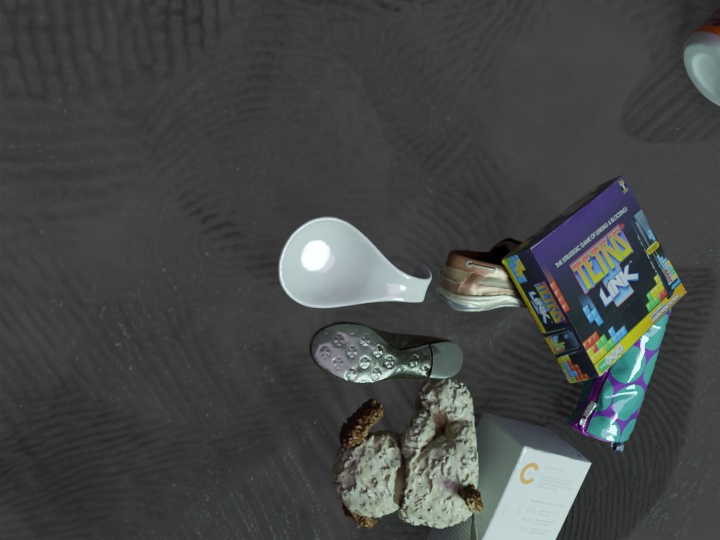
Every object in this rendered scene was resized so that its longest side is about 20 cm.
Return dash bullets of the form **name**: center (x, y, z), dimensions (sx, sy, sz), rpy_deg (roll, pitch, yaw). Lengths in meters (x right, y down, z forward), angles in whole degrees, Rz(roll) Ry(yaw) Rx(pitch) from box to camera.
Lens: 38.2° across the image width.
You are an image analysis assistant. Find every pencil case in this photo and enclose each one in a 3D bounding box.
- **pencil case**: center (0.337, 0.126, 1.355), dimensions (0.092, 0.085, 0.203), rpy_deg (0, 110, -45)

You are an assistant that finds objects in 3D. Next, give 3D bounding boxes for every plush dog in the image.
- **plush dog**: center (0.050, 0.240, 1.215), dimensions (0.169, 0.161, 0.203), rpy_deg (0, 110, -2)

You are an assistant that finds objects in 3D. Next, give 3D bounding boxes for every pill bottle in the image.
- **pill bottle**: center (0.495, -0.298, 1.258), dimensions (0.200, 0.113, 0.113), rpy_deg (-42, 124, -9)

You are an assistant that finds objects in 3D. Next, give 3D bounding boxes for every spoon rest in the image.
- **spoon rest**: center (0.000, 0.000, 1.125), dimensions (0.198, 0.060, 0.101), rpy_deg (12, 103, -34)

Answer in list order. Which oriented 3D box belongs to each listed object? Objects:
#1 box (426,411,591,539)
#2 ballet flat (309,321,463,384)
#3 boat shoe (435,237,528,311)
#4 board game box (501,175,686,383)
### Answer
- **box**: center (0.186, 0.302, 1.332), dimensions (0.123, 0.097, 0.203), rpy_deg (17, 101, -33)
- **ballet flat**: center (0.027, 0.095, 1.193), dimensions (0.197, 0.046, 0.069), rpy_deg (5, 92, -28)
- **boat shoe**: center (0.182, 0.002, 1.224), dimensions (0.197, 0.076, 0.073), rpy_deg (-6, 110, -30)
- **board game box**: center (0.278, 0.007, 1.217), dimensions (0.199, 0.056, 0.167), rpy_deg (-35, 98, -35)
